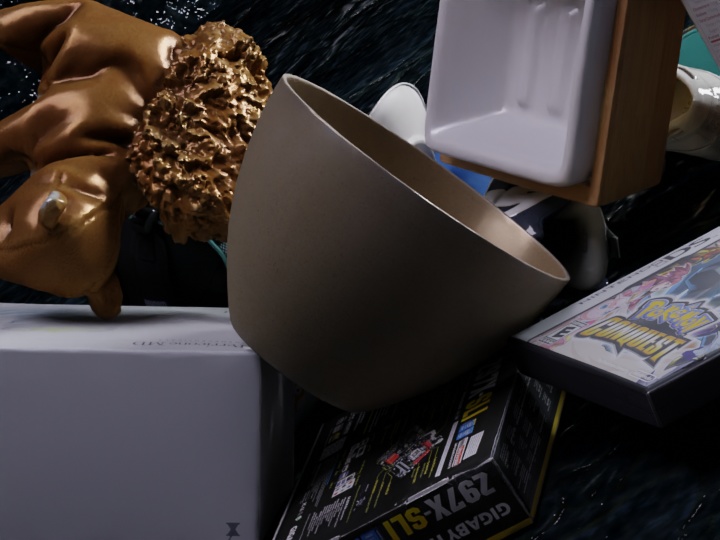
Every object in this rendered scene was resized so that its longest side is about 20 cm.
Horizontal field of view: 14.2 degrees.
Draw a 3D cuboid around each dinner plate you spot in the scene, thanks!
[{"bbox_3d":[0.019,-0.023,1.891,0.024,0.201,0.200,11,33,17],"label":"dinner plate"}]

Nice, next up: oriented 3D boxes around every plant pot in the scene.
[{"bbox_3d":[0.000,0.000,1.639,0.135,0.200,0.200,-54,12,9],"label":"plant pot"}]

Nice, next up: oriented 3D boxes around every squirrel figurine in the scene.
[{"bbox_3d":[-0.142,-0.065,1.745,0.199,0.142,0.187,-7,36,17],"label":"squirrel figurine"}]

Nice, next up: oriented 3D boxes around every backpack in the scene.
[{"bbox_3d":[-0.089,0.015,1.932,0.175,0.201,0.153,3,32,43],"label":"backpack"}]

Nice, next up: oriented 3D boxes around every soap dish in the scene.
[{"bbox_3d":[0.121,-0.130,1.769,0.081,0.158,0.200,4,8,-27],"label":"soap dish"}]

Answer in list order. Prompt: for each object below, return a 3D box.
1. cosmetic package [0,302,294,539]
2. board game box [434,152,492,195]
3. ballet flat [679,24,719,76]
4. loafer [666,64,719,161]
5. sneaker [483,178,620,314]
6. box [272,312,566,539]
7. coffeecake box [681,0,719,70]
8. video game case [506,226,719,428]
[{"bbox_3d":[-0.146,0.090,1.729,0.198,0.124,0.200,1,8,4],"label":"cosmetic package"},{"bbox_3d":[0.084,-0.055,1.948,0.158,0.039,0.201,-173,98,-75],"label":"board game box"},{"bbox_3d":[0.221,-0.123,1.932,0.199,0.071,0.071,-22,19,39],"label":"ballet flat"},{"bbox_3d":[0.173,-0.113,1.873,0.199,0.070,0.070,10,82,51],"label":"loafer"},{"bbox_3d":[0.128,-0.025,1.809,0.129,0.080,0.199,-1,20,43],"label":"sneaker"},{"bbox_3d":[0.034,0.112,1.628,0.159,0.049,0.200,-28,16,20],"label":"box"},{"bbox_3d":[0.257,-0.181,1.725,0.073,0.201,0.154,-19,21,36],"label":"coffeecake box"},{"bbox_3d":[0.191,0.018,1.526,0.180,0.026,0.200,-27,13,-13],"label":"video game case"}]
